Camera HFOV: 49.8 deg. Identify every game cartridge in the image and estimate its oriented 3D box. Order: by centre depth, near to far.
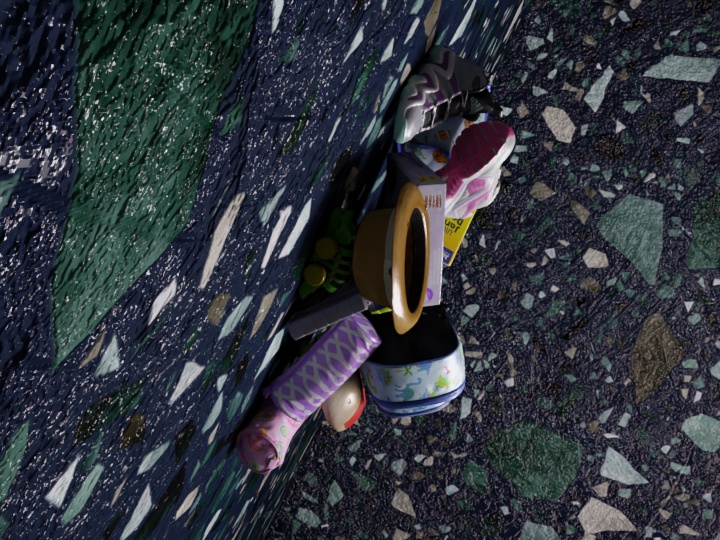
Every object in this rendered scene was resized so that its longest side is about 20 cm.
[{"bbox_3d":[-0.028,0.037,1.171,0.128,0.039,0.200,-20,-170,18],"label":"game cartridge"}]

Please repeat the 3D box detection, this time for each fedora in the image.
[{"bbox_3d":[0.039,-0.017,1.045,0.200,0.080,0.205,4,90,-71],"label":"fedora"}]

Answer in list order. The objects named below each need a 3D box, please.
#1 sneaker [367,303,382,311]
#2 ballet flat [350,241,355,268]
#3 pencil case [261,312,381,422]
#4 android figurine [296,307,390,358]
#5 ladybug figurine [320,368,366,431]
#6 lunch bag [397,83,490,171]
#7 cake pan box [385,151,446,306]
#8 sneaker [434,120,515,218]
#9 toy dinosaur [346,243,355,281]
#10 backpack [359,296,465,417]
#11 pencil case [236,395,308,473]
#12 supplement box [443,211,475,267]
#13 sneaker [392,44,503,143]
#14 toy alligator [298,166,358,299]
[{"bbox_3d":[0.078,-0.003,1.357,0.201,0.109,0.078,-58,138,-51],"label":"sneaker"},{"bbox_3d":[0.000,0.000,1.418,0.203,0.066,0.068,-64,176,15],"label":"ballet flat"},{"bbox_3d":[-0.056,0.144,1.211,0.200,0.085,0.084,-47,-139,7],"label":"pencil case"},{"bbox_3d":[-0.030,0.127,1.433,0.198,0.041,0.183,-28,159,-18],"label":"android figurine"},{"bbox_3d":[-0.031,0.205,1.345,0.200,0.070,0.139,68,9,-85],"label":"ladybug figurine"},{"bbox_3d":[0.148,-0.215,1.347,0.171,0.122,0.201,-58,162,-23],"label":"lunch bag"},{"bbox_3d":[0.081,-0.065,1.209,0.185,0.051,0.204,-116,-155,-67],"label":"cake pan box"},{"bbox_3d":[0.176,-0.149,1.178,0.200,0.087,0.083,-46,-134,47],"label":"sneaker"},{"bbox_3d":[0.012,-0.023,1.191,0.099,0.059,0.200,-15,179,-20],"label":"toy dinosaur"},{"bbox_3d":[0.085,0.155,1.290,0.200,0.179,0.150,-112,-168,-70],"label":"backpack"},{"bbox_3d":[-0.130,0.243,1.283,0.088,0.086,0.200,-65,173,31],"label":"pencil case"},{"bbox_3d":[0.159,-0.118,1.520,0.203,0.108,0.109,-64,-175,-8],"label":"supplement box"},{"bbox_3d":[0.135,-0.239,1.110,0.078,0.138,0.202,98,18,-55],"label":"sneaker"},{"bbox_3d":[-0.026,-0.038,1.043,0.202,0.054,0.059,-65,174,23],"label":"toy alligator"}]
